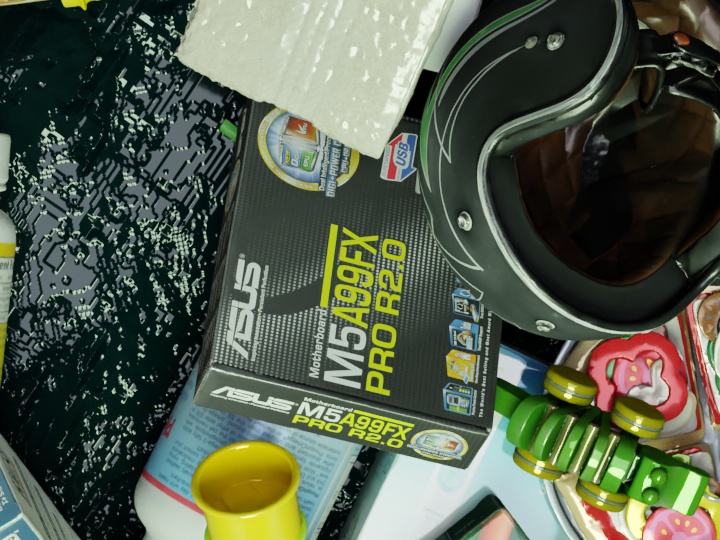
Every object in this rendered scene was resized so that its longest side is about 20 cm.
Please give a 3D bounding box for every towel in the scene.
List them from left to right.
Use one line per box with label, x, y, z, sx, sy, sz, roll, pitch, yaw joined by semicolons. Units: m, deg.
towel;-0.011;-0.171;1.420;0.132;0.034;0.200;26;117;4

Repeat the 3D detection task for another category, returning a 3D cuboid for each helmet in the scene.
helmet;0.123;-0.064;1.416;0.200;0.200;0.191;39;115;-4

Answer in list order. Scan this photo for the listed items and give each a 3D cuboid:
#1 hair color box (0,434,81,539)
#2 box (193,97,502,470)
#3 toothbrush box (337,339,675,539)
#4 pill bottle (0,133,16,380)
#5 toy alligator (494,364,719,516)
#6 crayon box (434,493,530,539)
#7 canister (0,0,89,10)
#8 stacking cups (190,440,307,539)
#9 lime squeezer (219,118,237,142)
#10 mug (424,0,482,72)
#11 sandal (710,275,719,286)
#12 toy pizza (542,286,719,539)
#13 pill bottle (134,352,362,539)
hair color box;-0.183;0.175;1.478;0.060;0.100;0.200;-31;134;-2
box;0.000;0.000;1.472;0.160;0.044;0.200;15;55;-10
toothbrush box;0.075;0.147;1.551;0.146;0.085;0.200;26;92;-5
pill bottle;-0.258;0.016;1.513;0.114;0.114;0.201;6;91;-3
toy alligator;0.147;0.107;1.453;0.200;0.054;0.059;26;106;11
crayon box;0.089;0.244;1.490;0.127;0.051;0.200;-38;96;0
canister;-0.251;-0.214;1.503;0.199;0.087;0.149;-8;122;-1
stacking cups;-0.046;0.186;1.469;0.060;0.061;0.200;-14;129;-3
lime squeezer;0.016;-0.052;1.565;0.199;0.038;0.071;2;92;-2
mug;-0.013;-0.182;1.517;0.175;0.148;0.200;15;122;2
sandal;0.213;-0.084;1.519;0.075;0.045;0.201;9;57;2
toy pizza;0.200;0.095;1.501;0.199;0.032;0.201;0;91;-6
pill bottle;-0.063;0.110;1.530;0.109;0.109;0.200;27;90;-4
